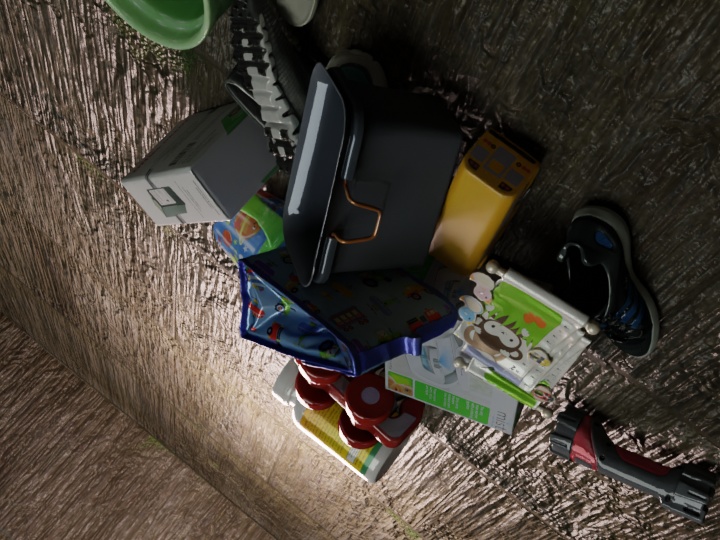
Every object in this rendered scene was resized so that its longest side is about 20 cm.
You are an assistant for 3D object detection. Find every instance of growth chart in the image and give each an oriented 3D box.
[{"bbox_3d":[0.163,0.073,0.927,0.144,0.018,0.201,26,144,10],"label":"growth chart"}]

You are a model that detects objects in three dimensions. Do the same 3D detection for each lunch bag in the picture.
[{"bbox_3d":[-0.008,0.039,0.916,0.199,0.150,0.095,22,120,42],"label":"lunch bag"}]

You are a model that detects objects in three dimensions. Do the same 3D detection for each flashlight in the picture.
[{"bbox_3d":[0.335,0.232,1.096,0.198,0.068,0.069,19,112,29],"label":"flashlight"}]

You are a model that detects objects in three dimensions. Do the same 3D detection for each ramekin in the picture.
[{"bbox_3d":[-0.198,-0.337,0.900,0.199,0.098,0.201,31,151,19],"label":"ramekin"}]

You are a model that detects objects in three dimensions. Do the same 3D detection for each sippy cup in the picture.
[{"bbox_3d":[-0.127,-0.043,1.218,0.130,0.139,0.179,37,130,30],"label":"sippy cup"}]

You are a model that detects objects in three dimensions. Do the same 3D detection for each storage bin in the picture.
[{"bbox_3d":[0.015,-0.085,0.872,0.146,0.133,0.202,-116,33,-50],"label":"storage bin"}]

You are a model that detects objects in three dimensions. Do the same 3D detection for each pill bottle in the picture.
[{"bbox_3d":[-0.028,0.206,1.298,0.199,0.113,0.113,35,152,15],"label":"pill bottle"}]

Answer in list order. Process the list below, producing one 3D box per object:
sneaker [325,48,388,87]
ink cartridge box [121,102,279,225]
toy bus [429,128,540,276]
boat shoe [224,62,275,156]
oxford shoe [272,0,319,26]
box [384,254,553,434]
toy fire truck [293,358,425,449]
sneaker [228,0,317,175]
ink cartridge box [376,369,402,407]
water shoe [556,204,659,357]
[{"bbox_3d":[-0.003,-0.140,0.961,0.077,0.080,0.201,17,145,38],"label":"sneaker"},{"bbox_3d":[-0.195,-0.137,1.138,0.199,0.146,0.084,1,135,52],"label":"ink cartridge box"},{"bbox_3d":[0.121,-0.059,0.920,0.065,0.078,0.201,35,152,9],"label":"toy bus"},{"bbox_3d":[-0.083,-0.161,1.034,0.200,0.071,0.072,48,156,-17],"label":"boat shoe"},{"bbox_3d":[-0.080,-0.309,0.837,0.075,0.058,0.201,27,152,17],"label":"oxford shoe"},{"bbox_3d":[0.125,0.082,1.067,0.175,0.097,0.201,20,144,16],"label":"box"},{"bbox_3d":[0.011,0.134,1.214,0.199,0.168,0.113,39,152,16],"label":"toy fire truck"},{"bbox_3d":[-0.076,-0.208,0.950,0.066,0.090,0.202,19,136,48],"label":"sneaker"},{"bbox_3d":[0.010,0.209,1.445,0.146,0.083,0.201,31,151,18],"label":"ink cartridge box"},{"bbox_3d":[0.241,0.028,0.894,0.071,0.079,0.201,10,139,45],"label":"water shoe"}]
